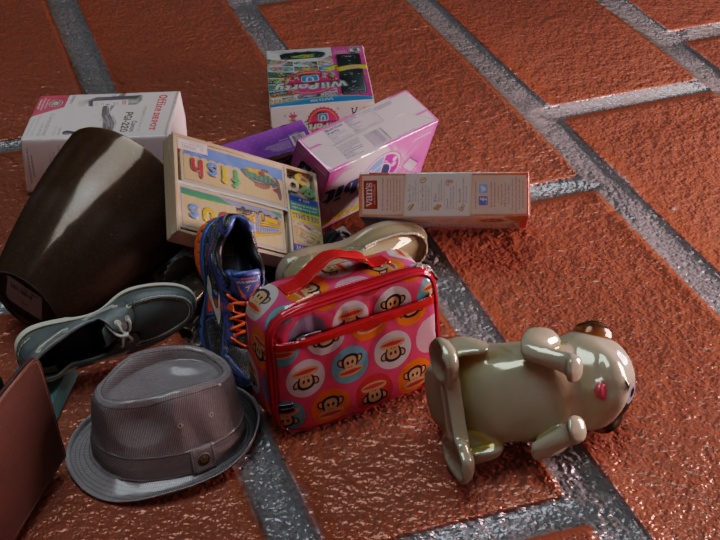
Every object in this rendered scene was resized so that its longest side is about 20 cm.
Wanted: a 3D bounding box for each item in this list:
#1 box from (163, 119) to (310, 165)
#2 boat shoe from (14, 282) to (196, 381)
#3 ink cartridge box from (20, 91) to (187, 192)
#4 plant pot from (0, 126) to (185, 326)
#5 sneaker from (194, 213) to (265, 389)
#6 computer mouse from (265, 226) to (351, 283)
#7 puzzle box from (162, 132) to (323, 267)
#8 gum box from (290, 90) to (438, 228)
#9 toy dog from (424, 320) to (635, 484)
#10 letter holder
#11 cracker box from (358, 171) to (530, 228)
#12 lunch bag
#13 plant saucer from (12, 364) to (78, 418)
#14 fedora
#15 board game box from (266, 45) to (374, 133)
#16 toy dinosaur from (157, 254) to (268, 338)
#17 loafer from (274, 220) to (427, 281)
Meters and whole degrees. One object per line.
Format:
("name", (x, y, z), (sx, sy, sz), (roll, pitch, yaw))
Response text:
("box", (-0.167, -0.113, 1.887), (0.200, 0.137, 0.039), (-21, 74, -28))
("boat shoe", (-0.265, 0.070, 1.614), (0.200, 0.073, 0.062), (-17, 27, -12))
("ink cartridge box", (-0.341, -0.174, 2.047), (0.200, 0.085, 0.146), (0, 31, 1))
("plant pot", (-0.322, -0.030, 1.739), (0.187, 0.187, 0.200), (16, 50, 29))
("sneaker", (-0.133, 0.029, 1.621), (0.075, 0.078, 0.200), (-7, 74, -25))
("computer mouse", (-0.120, -0.046, 1.845), (0.200, 0.053, 0.138), (22, 40, 35))
("puzzle box", (-0.133, -0.074, 1.746), (0.200, 0.025, 0.133), (13, 57, -33))
("gum box", (-0.005, -0.135, 1.908), (0.200, 0.114, 0.066), (-28, 62, -35))
("toy dog", (0.172, 0.122, 1.491), (0.200, 0.140, 0.194), (-9, -5, -7))
("letter holder", (-0.366, 0.179, 1.386), (0.100, 0.142, 0.200), (7, 38, 15))
("cracker box", (0.101, -0.083, 1.823), (0.200, 0.058, 0.134), (-1, -4, 4))
("lunch bag", (-0.017, 0.058, 1.544), (0.200, 0.176, 0.082), (-18, 34, -23))
("plant saucer", (-0.350, 0.155, 1.565), (0.070, 0.019, 0.200), (1, 32, 7))
("fedora", (-0.198, 0.137, 1.510), (0.200, 0.090, 0.177), (-15, 33, -19))
("board game box", (-0.058, -0.252, 2.174), (0.147, 0.064, 0.200), (-5, 32, -3))
("toy dinosaur", (-0.151, 0.026, 1.708), (0.200, 0.077, 0.102), (1, 44, 14))
("loafer", (0.000, 0.000, 1.743), (0.200, 0.076, 0.068), (-18, 44, -28))
